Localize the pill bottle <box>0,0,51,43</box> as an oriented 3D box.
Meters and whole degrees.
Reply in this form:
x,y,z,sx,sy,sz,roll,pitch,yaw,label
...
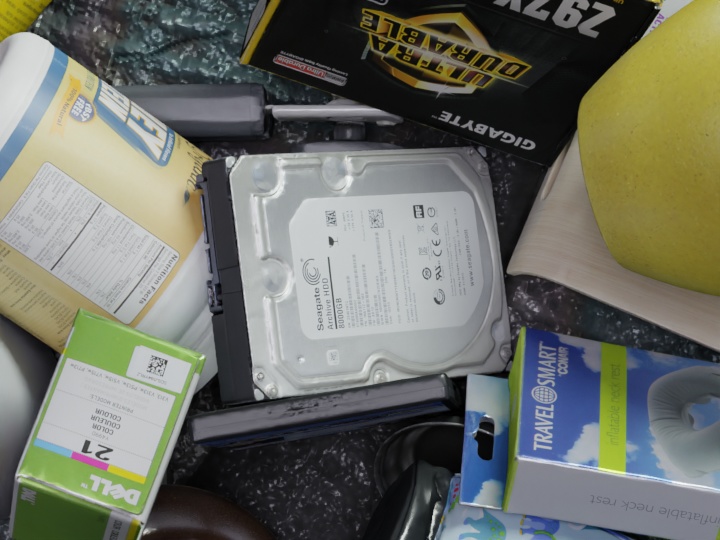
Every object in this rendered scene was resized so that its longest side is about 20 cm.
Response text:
x,y,z,sx,sy,sz,roll,pitch,yaw,label
-0.262,-0.157,1.571,0.113,0.113,0.200,40,91,5,pill bottle

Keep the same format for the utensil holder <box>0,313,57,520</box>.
x,y,z,sx,sy,sz,roll,pitch,yaw,label
-0.269,0.083,1.514,0.170,0.200,0.170,0,90,6,utensil holder

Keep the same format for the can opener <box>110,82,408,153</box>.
x,y,z,sx,sy,sz,roll,pitch,yaw,label
-0.070,-0.084,1.579,0.200,0.053,0.067,4,84,6,can opener

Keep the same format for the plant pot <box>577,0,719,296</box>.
x,y,z,sx,sy,sz,roll,pitch,yaw,label
0.203,-0.064,1.454,0.142,0.200,0.200,-14,86,19,plant pot

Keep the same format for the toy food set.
x,y,z,sx,sy,sz,roll,pitch,yaw,label
0.204,-0.025,1.558,0.200,0.060,0.144,23,79,4,toy food set

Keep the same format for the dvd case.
x,y,z,sx,sy,sz,roll,pitch,yaw,label
-0.015,0.081,1.493,0.142,0.200,0.018,-10,84,3,dvd case

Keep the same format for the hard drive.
x,y,z,sx,sy,sz,roll,pitch,yaw,label
0.000,0.000,1.514,0.200,0.038,0.140,-4,85,-40,hard drive

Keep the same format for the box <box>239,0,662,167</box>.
x,y,z,sx,sy,sz,roll,pitch,yaw,label
0.051,-0.149,1.498,0.200,0.160,0.049,18,50,-12,box

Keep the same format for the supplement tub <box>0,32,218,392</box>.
x,y,z,sx,sy,sz,roll,pitch,yaw,label
-0.156,-0.027,1.519,0.200,0.145,0.145,35,91,-16,supplement tub

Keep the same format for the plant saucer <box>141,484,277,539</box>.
x,y,z,sx,sy,sz,roll,pitch,yaw,label
-0.115,0.226,1.534,0.200,0.032,0.201,-1,93,-24,plant saucer

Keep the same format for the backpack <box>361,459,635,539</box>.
x,y,z,sx,sy,sz,roll,pitch,yaw,label
0.095,0.203,1.467,0.200,0.154,0.163,31,56,-6,backpack

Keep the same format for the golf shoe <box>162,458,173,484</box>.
x,y,z,sx,sy,sz,roll,pitch,yaw,label
-0.171,0.173,1.562,0.077,0.088,0.200,23,88,7,golf shoe

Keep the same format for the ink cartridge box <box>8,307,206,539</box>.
x,y,z,sx,sy,sz,roll,pitch,yaw,label
-0.156,0.141,1.427,0.076,0.148,0.200,21,70,-2,ink cartridge box

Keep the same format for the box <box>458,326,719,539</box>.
x,y,z,sx,sy,sz,roll,pitch,yaw,label
0.159,0.096,1.470,0.200,0.122,0.048,10,126,-2,box

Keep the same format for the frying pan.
x,y,z,sx,sy,sz,roll,pitch,yaw,label
0.099,0.126,1.527,0.190,0.031,0.115,1,132,24,frying pan

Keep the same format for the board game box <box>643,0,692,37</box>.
x,y,z,sx,sy,sz,roll,pitch,yaw,label
0.125,-0.220,1.514,0.200,0.040,0.153,21,114,-16,board game box
